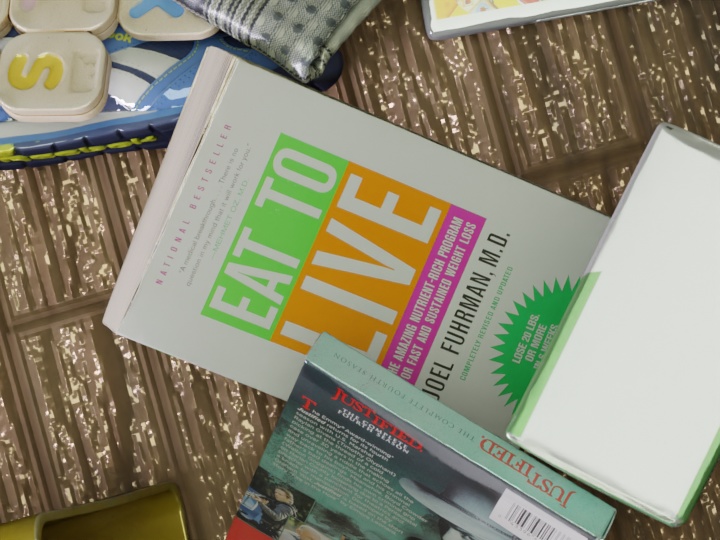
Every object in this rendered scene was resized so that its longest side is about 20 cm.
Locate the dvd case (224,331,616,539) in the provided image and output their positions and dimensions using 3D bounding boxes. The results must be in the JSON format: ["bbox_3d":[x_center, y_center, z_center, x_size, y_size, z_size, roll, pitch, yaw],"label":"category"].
[{"bbox_3d":[0.017,0.120,1.309,0.146,0.200,0.022,31,56,5],"label":"dvd case"}]

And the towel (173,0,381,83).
[{"bbox_3d":[-0.037,-0.204,1.348,0.192,0.035,0.200,33,76,19],"label":"towel"}]

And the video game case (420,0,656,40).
[{"bbox_3d":[0.103,-0.220,1.384,0.181,0.023,0.201,-10,89,4],"label":"video game case"}]

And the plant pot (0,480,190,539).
[{"bbox_3d":[-0.173,0.212,1.317,0.176,0.200,0.201,-11,88,13],"label":"plant pot"}]

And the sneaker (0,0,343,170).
[{"bbox_3d":[-0.108,-0.097,1.373,0.199,0.074,0.083,-7,82,1],"label":"sneaker"}]

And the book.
[{"bbox_3d":[0.000,0.000,1.340,0.199,0.048,0.134,22,93,-22],"label":"book"}]

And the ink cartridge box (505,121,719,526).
[{"bbox_3d":[0.133,0.029,1.285,0.084,0.200,0.145,26,88,7],"label":"ink cartridge box"}]

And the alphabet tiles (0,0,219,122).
[{"bbox_3d":[-0.152,-0.158,1.362,0.195,0.015,0.201,1,65,11],"label":"alphabet tiles"}]
